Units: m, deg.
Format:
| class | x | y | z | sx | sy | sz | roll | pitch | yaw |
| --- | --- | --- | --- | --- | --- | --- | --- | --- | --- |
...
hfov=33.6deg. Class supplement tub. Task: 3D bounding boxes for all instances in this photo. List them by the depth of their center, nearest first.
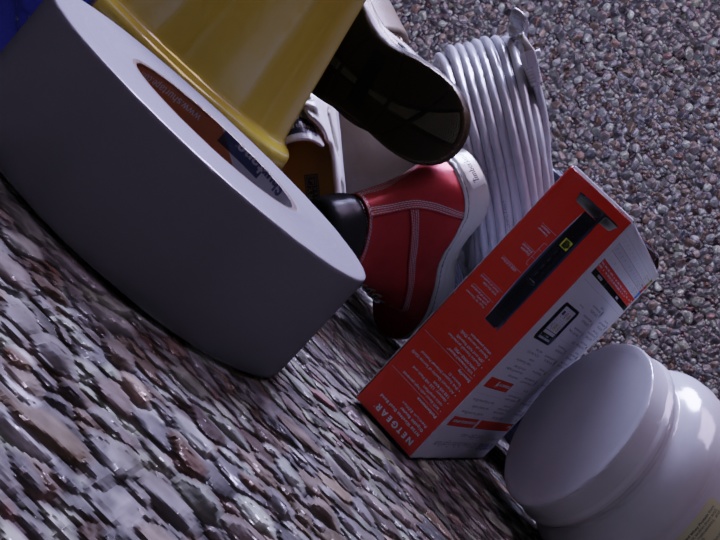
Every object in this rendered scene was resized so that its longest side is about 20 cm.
| class | x | y | z | sx | sy | sz | roll | pitch | yaw |
| --- | --- | --- | --- | --- | --- | --- | --- | --- | --- |
| supplement tub | 0.203 | 0.156 | 0.764 | 0.200 | 0.145 | 0.145 | 41 | 7 | -17 |

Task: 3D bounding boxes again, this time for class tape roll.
| class | x | y | z | sx | sy | sz | roll | pitch | yaw |
| --- | --- | --- | --- | --- | --- | --- | --- | --- | --- |
| tape roll | -0.090 | -0.042 | 0.575 | 0.200 | 0.066 | 0.200 | 44 | 6 | -6 |

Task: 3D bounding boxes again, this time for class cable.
| class | x | y | z | sx | sy | sz | roll | pitch | yaw |
| --- | --- | --- | --- | --- | --- | --- | --- | --- | --- |
| cable | 0.101 | -0.077 | 0.915 | 0.200 | 0.068 | 0.203 | 88 | -6 | -82 |

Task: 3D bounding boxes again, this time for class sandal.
| class | x | y | z | sx | sy | sz | roll | pitch | yaw |
| --- | --- | --- | --- | --- | --- | --- | --- | --- | --- |
| sandal | 0.011 | -0.143 | 0.835 | 0.200 | 0.082 | 0.054 | 43 | 18 | 29 |

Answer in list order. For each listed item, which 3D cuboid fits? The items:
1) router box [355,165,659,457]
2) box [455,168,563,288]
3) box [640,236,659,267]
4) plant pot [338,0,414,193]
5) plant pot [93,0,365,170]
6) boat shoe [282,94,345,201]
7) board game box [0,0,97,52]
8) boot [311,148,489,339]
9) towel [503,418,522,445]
| class | x | y | z | sx | sy | sz | roll | pitch | yaw |
| --- | --- | --- | --- | --- | --- | --- | --- | --- | --- |
| router box | 0.101 | 0.037 | 0.745 | 0.049 | 0.180 | 0.200 | 45 | 6 | 19 |
| box | 0.116 | -0.031 | 1.176 | 0.117 | 0.200 | 0.197 | 37 | 9 | -38 |
| box | 0.170 | 0.042 | 1.049 | 0.075 | 0.200 | 0.100 | 42 | 5 | 14 |
| plant pot | -0.019 | -0.105 | 1.008 | 0.175 | 0.199 | 0.200 | 61 | 9 | 8 |
| plant pot | -0.096 | -0.163 | 0.777 | 0.201 | 0.189 | 0.201 | 43 | 6 | -6 |
| boat shoe | -0.047 | -0.104 | 0.886 | 0.070 | 0.070 | 0.203 | -167 | -111 | -84 |
| board game box | -0.242 | -0.221 | 0.643 | 0.200 | 0.097 | 0.159 | 49 | 8 | 36 |
| boot | 0.000 | 0.000 | 0.861 | 0.073 | 0.143 | 0.201 | 59 | -25 | 25 |
| towel | 0.130 | 0.109 | 0.902 | 0.201 | 0.048 | 0.112 | 55 | 6 | 6 |
